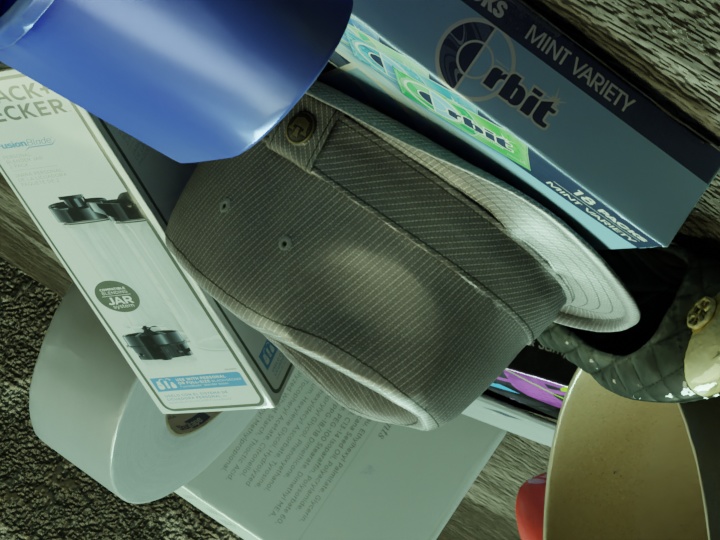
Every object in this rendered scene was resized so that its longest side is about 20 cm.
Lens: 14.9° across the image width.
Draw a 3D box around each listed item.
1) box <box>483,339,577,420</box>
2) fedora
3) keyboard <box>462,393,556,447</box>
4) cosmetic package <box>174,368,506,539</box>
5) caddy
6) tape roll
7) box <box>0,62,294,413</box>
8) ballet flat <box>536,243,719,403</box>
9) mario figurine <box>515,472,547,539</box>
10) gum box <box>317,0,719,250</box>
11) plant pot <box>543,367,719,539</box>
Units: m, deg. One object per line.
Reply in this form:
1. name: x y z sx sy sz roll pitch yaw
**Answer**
1. box: 0.062 0.040 1.370 0.200 0.036 0.143 18 172 0
2. fedora: 0.000 0.000 1.070 0.200 0.090 0.177 31 171 27
3. keyboard: 0.069 0.071 1.430 0.056 0.011 0.200 5 168 44
4. cosmetic package: -0.032 0.119 1.916 0.200 0.165 0.165 35 173 -4
5. caddy: -0.054 -0.112 0.792 0.105 0.141 0.200 33 171 -13
6. tape roll: -0.104 0.036 1.610 0.066 0.200 0.200 33 172 19
7. box: -0.083 -0.048 1.152 0.060 0.117 0.200 -4 132 32
8. ballet flat: 0.098 0.008 1.129 0.057 0.066 0.200 44 168 -31
9. mario figurine: 0.168 0.116 1.343 0.200 0.106 0.123 5 145 30
10. gum box: 0.027 -0.071 1.035 0.170 0.045 0.200 36 171 -11
11. plant pot: 0.174 0.127 1.196 0.134 0.200 0.200 -1 -178 -16
